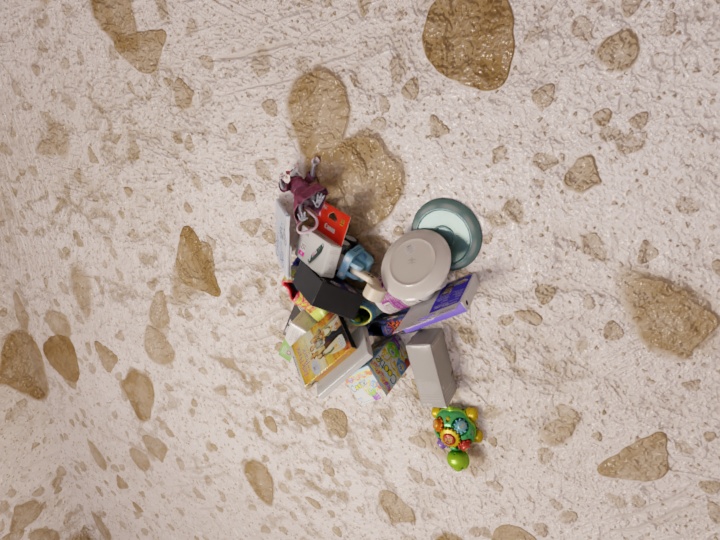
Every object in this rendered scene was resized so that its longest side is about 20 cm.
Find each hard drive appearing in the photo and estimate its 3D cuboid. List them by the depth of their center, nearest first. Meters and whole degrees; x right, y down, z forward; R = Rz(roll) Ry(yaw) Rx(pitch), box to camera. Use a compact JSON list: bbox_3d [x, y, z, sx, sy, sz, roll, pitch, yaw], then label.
[{"bbox_3d":[-0.050,0.258,1.549,0.200,0.132,0.026,-42,118,17],"label":"hard drive"}]

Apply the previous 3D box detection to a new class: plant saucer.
[{"bbox_3d":[0.222,-0.090,1.439,0.198,0.027,0.202,12,117,25],"label":"plant saucer"}]

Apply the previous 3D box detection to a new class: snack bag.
[{"bbox_3d":[-0.229,-0.100,1.619,0.021,0.189,0.202,-4,114,-17],"label":"snack bag"}]

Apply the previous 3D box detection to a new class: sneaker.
[{"bbox_3d":[0.096,0.164,1.586,0.198,0.078,0.076,-14,104,33],"label":"sneaker"},{"bbox_3d":[-0.031,0.106,1.601,0.198,0.130,0.081,1,111,30],"label":"sneaker"},{"bbox_3d":[-0.170,0.087,1.642,0.078,0.090,0.200,-39,93,33],"label":"sneaker"}]

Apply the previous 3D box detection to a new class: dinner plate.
[{"bbox_3d":[0.138,-0.019,1.407,0.198,0.024,0.202,-14,59,25],"label":"dinner plate"}]

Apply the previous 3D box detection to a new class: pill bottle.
[{"bbox_3d":[0.134,0.038,1.481,0.199,0.112,0.113,-26,97,39],"label":"pill bottle"}]

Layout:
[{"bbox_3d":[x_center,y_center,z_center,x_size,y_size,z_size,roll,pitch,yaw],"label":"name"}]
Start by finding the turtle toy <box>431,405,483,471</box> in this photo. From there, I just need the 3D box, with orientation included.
[{"bbox_3d":[0.281,0.492,1.607,0.144,0.101,0.202,-6,108,31],"label":"turtle toy"}]

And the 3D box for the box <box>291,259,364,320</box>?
[{"bbox_3d":[-0.096,0.052,1.536,0.080,0.140,0.200,-66,28,9],"label":"box"}]

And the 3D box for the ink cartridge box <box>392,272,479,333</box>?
[{"bbox_3d":[0.202,0.099,1.424,0.197,0.200,0.044,-26,102,35],"label":"ink cartridge box"}]

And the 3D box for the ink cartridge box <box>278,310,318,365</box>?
[{"bbox_3d":[-0.137,0.244,1.694,0.199,0.084,0.146,30,123,7],"label":"ink cartridge box"}]

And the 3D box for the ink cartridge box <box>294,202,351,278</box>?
[{"bbox_3d":[-0.109,-0.094,1.523,0.200,0.043,0.176,36,113,55],"label":"ink cartridge box"}]

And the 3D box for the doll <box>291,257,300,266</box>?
[{"bbox_3d":[-0.132,-0.038,1.648,0.137,0.048,0.200,50,125,1],"label":"doll"}]

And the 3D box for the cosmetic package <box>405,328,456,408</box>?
[{"bbox_3d":[0.205,0.277,1.558,0.089,0.107,0.202,-4,110,31],"label":"cosmetic package"}]

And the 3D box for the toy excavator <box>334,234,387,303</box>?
[{"bbox_3d":[0.000,0.000,1.506,0.198,0.194,0.101,28,111,9],"label":"toy excavator"}]

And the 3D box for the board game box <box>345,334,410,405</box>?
[{"bbox_3d":[0.055,0.285,1.587,0.104,0.200,0.104,-29,95,35],"label":"board game box"}]

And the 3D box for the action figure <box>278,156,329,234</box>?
[{"bbox_3d":[-0.159,-0.225,1.543,0.200,0.133,0.150,-125,23,-45],"label":"action figure"}]

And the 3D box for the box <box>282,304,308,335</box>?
[{"bbox_3d":[-0.151,0.171,1.750,0.159,0.044,0.201,34,123,11],"label":"box"}]

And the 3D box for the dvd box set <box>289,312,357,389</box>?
[{"bbox_3d":[-0.112,0.223,1.567,0.200,0.029,0.147,-41,51,19],"label":"dvd box set"}]
